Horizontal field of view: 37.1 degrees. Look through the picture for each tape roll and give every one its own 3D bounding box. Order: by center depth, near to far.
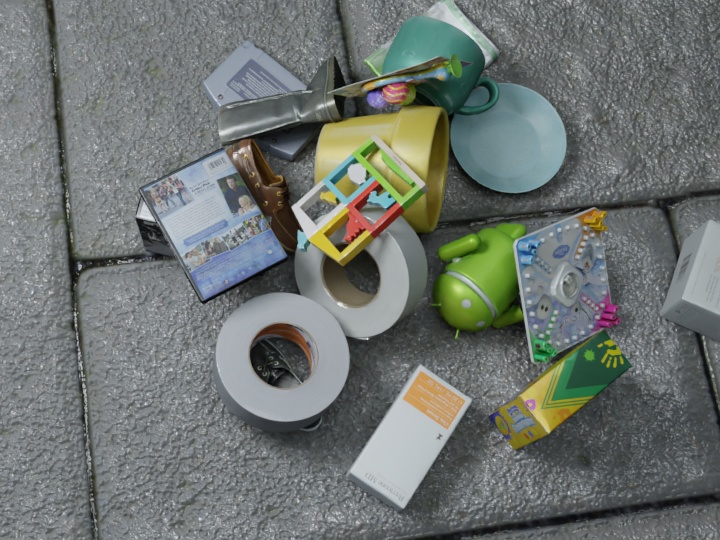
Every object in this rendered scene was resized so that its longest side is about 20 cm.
[{"bbox_3d":[-0.119,0.137,1.603,0.200,0.066,0.201,5,66,-12],"label":"tape roll"},{"bbox_3d":[0.000,0.000,1.650,0.202,0.202,0.071,47,30,8],"label":"tape roll"}]

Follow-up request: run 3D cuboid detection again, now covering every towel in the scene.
[{"bbox_3d":[0.125,-0.370,1.858,0.200,0.031,0.149,-40,80,-15],"label":"towel"}]

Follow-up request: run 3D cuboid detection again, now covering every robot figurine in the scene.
[{"bbox_3d":[0.196,0.014,1.704,0.200,0.116,0.176,-46,114,-17],"label":"robot figurine"}]

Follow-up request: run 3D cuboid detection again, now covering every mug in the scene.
[{"bbox_3d":[0.126,-0.317,1.751,0.185,0.152,0.115,22,75,20],"label":"mug"}]

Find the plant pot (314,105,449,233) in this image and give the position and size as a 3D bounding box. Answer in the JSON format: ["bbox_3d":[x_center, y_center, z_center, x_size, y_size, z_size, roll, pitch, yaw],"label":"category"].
[{"bbox_3d":[0.033,-0.168,1.713,0.188,0.201,0.201,8,72,13],"label":"plant pot"}]

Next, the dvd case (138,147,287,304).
[{"bbox_3d":[-0.216,-0.067,1.571,0.142,0.018,0.200,-28,78,-13],"label":"dvd case"}]

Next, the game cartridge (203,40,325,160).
[{"bbox_3d":[-0.159,-0.280,1.798,0.200,0.041,0.133,40,70,7],"label":"game cartridge"}]

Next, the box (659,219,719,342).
[{"bbox_3d":[0.617,0.035,1.748,0.200,0.106,0.153,25,72,2],"label":"box"}]

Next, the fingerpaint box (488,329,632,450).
[{"bbox_3d":[0.298,0.185,1.620,0.167,0.200,0.073,-35,81,-15],"label":"fingerpaint box"}]

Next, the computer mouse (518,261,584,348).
[{"bbox_3d":[0.327,0.047,1.723,0.200,0.046,0.141,-43,124,-41],"label":"computer mouse"}]

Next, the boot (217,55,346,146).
[{"bbox_3d":[-0.126,-0.273,1.744,0.200,0.073,0.182,-15,30,15],"label":"boot"}]

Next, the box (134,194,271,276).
[{"bbox_3d":[-0.239,-0.055,1.657,0.199,0.158,0.048,13,71,-3],"label":"box"}]

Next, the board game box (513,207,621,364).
[{"bbox_3d":[0.328,0.023,1.678,0.200,0.026,0.201,-21,107,-36],"label":"board game box"}]

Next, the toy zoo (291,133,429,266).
[{"bbox_3d":[-0.013,-0.096,1.583,0.200,0.020,0.131,-42,58,0],"label":"toy zoo"}]

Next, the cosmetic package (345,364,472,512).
[{"bbox_3d":[0.074,0.256,1.642,0.101,0.071,0.200,33,73,4],"label":"cosmetic package"}]

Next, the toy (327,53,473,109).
[{"bbox_3d":[0.064,-0.278,1.639,0.200,0.115,0.047,-15,86,32],"label":"toy"}]

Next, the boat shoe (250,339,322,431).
[{"bbox_3d":[-0.130,0.163,1.656,0.069,0.057,0.200,-42,82,-16],"label":"boat shoe"}]

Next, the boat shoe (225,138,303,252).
[{"bbox_3d":[-0.145,-0.118,1.700,0.067,0.072,0.200,-30,103,22],"label":"boat shoe"}]

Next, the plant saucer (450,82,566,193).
[{"bbox_3d":[0.248,-0.220,1.822,0.200,0.039,0.202,2,74,-5],"label":"plant saucer"}]
